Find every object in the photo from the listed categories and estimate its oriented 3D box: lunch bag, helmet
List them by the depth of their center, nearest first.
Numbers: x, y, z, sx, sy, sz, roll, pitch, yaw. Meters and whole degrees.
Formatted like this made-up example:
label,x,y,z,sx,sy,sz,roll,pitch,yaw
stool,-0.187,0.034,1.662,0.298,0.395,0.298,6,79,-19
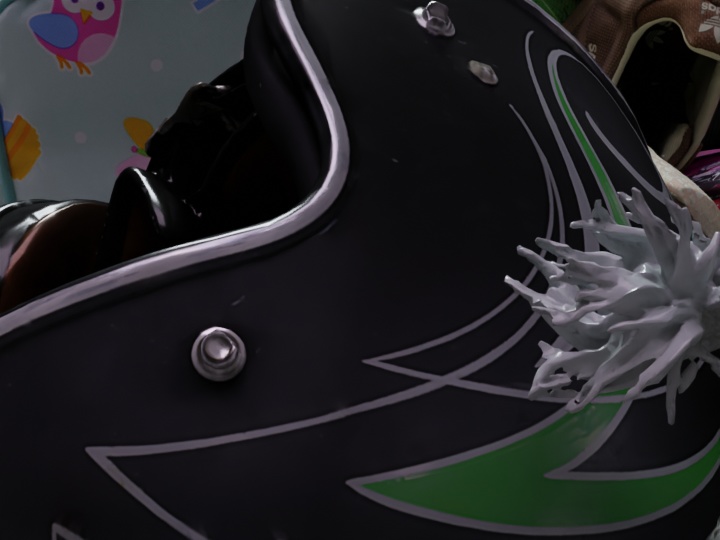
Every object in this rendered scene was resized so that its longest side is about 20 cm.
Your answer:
label,x,y,z,sx,sy,sz,roll,pitch,yaw
helmet,-0.012,0.043,0.586,0.199,0.201,0.191,-4,46,14
lunch bag,-0.035,-0.012,0.833,0.160,0.201,0.077,-6,12,17

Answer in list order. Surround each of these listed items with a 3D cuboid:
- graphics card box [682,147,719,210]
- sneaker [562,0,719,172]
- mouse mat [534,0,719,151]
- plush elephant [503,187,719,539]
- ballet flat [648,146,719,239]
label,x,y,z,sx,sy,sz,roll,pitch,yaw
graphics card box,0.191,-0.028,1.096,0.125,0.051,0.200,-13,9,21
sneaker,0.098,-0.057,1.069,0.070,0.200,0.076,15,47,-10
mouse mat,0.052,-0.105,1.120,0.160,0.200,0.008,-6,52,40
plush elephant,0.105,0.086,0.463,0.199,0.155,0.165,23,-35,-8
ballet flat,0.057,-0.041,1.025,0.199,0.068,0.062,10,50,30
